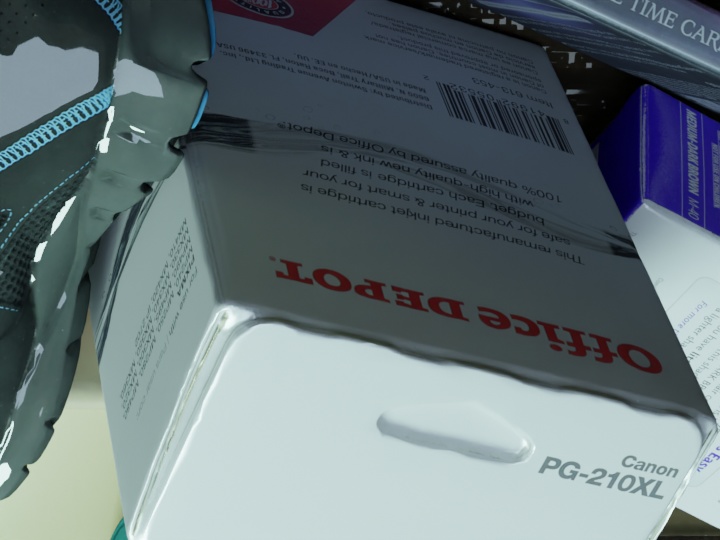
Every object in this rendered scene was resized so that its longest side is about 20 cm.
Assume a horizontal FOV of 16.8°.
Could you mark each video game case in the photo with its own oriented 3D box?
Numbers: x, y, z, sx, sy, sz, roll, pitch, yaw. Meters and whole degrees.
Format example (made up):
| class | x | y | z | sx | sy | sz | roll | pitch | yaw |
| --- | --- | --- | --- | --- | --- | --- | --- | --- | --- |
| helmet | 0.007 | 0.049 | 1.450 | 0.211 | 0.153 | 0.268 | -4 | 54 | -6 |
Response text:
| class | x | y | z | sx | sy | sz | roll | pitch | yaw |
| --- | --- | --- | --- | --- | --- | --- | --- | --- | --- |
| video game case | 0.049 | -0.083 | 0.705 | 0.199 | 0.143 | 0.019 | 23 | 93 | -16 |

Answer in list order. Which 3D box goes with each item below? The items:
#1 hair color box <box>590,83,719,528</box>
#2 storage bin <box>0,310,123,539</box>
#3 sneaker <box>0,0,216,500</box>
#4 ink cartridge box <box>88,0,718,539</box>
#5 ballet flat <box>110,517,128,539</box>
| class | x | y | z | sx | sy | sz | roll | pitch | yaw |
| --- | --- | --- | --- | --- | --- | --- | --- | --- | --- |
| hair color box | 0.144 | 0.033 | 0.814 | 0.199 | 0.065 | 0.109 | 28 | 130 | -17 |
| storage bin | -0.094 | 0.093 | 0.835 | 0.199 | 0.094 | 0.199 | 1 | 123 | -3 |
| sneaker | -0.110 | -0.012 | 0.675 | 0.082 | 0.073 | 0.201 | 13 | 123 | -21 |
| ink cartridge box | 0.000 | 0.000 | 0.706 | 0.144 | 0.200 | 0.085 | 13 | 121 | -21 |
| ballet flat | -0.061 | 0.144 | 0.784 | 0.075 | 0.068 | 0.201 | 0 | 131 | -28 |
